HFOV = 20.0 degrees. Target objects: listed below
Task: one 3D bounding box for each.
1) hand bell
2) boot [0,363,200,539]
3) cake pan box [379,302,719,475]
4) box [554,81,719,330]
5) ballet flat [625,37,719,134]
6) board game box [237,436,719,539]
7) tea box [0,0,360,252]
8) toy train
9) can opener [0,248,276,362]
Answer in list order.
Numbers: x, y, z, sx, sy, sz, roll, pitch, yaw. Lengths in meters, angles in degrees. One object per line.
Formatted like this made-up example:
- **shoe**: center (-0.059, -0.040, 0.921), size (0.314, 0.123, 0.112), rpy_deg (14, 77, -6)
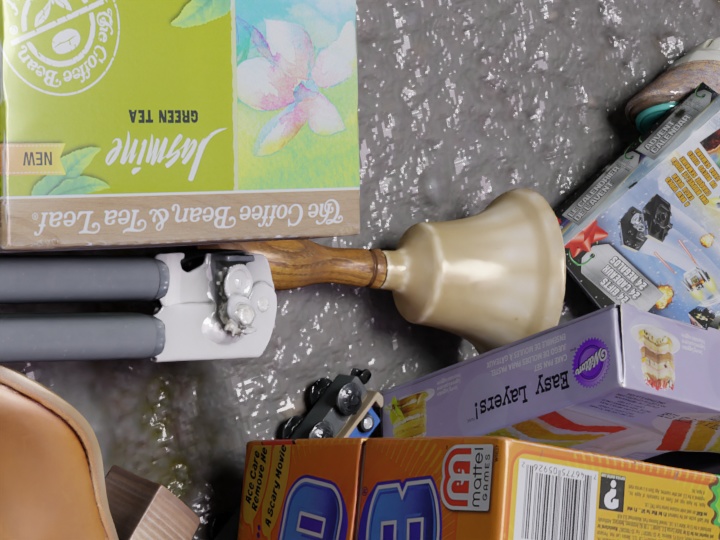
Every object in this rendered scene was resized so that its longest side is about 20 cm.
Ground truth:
- **hand bell**: center (0.000, 0.000, 1.099), size (0.199, 0.104, 0.105), rpy_deg (4, 89, -27)
- **boot**: center (-0.180, 0.135, 0.956), size (0.200, 0.076, 0.156), rpy_deg (47, 67, -38)
- **cake pan box**: center (0.141, 0.082, 1.135), size (0.199, 0.184, 0.053), rpy_deg (16, 64, -41)
- **box**: center (0.216, 0.002, 1.251), size (0.137, 0.040, 0.200), rpy_deg (-41, 120, 2)
- **ballet flat**: center (0.237, -0.109, 1.297), size (0.199, 0.068, 0.068), rpy_deg (11, 64, -41)
- **board game box**: center (0.069, 0.195, 1.013), size (0.199, 0.199, 0.201), rpy_deg (13, 77, -38)
- **tea box**: center (-0.116, -0.109, 0.952), size (0.199, 0.133, 0.198), rpy_deg (-4, 95, -39)
- **toy train**: center (-0.047, 0.133, 1.080), size (0.200, 0.034, 0.046), rpy_deg (-53, 124, -25)
- **can opener**: center (-0.118, 0.018, 0.962), size (0.199, 0.066, 0.053), rpy_deg (-1, 95, -48)
